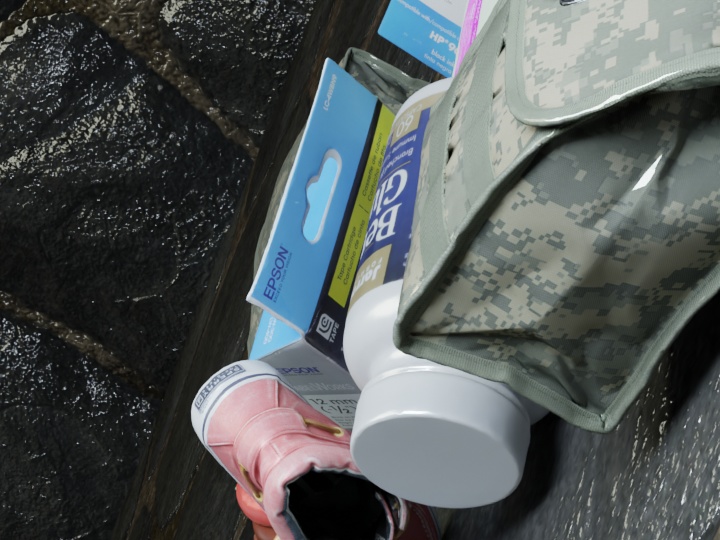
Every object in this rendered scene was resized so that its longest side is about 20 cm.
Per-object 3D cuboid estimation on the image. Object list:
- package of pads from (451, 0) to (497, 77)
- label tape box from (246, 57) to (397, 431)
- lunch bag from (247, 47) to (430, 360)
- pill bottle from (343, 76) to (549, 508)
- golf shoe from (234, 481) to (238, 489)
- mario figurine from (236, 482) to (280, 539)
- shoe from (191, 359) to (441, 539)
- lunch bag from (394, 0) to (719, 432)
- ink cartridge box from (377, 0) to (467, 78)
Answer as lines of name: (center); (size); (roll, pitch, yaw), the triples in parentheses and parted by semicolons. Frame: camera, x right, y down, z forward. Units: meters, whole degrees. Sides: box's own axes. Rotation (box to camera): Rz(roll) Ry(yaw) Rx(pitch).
package of pads: (0.112, -0.148, 1.185); (0.200, 0.068, 0.155); (125, 162, -55)
label tape box: (0.000, 0.000, 1.167); (0.066, 0.200, 0.143); (-4, 60, 39)
lunch bag: (-0.009, -0.026, 1.532); (0.164, 0.118, 0.200); (120, 171, -48)
pill bottle: (0.052, 0.011, 1.066); (0.111, 0.111, 0.200); (120, 166, -52)
golf shoe: (-0.029, 0.110, 1.437); (0.200, 0.088, 0.077); (135, 144, -65)
mario figurine: (-0.025, 0.199, 1.367); (0.123, 0.106, 0.200); (37, 125, 44)
shoe: (-0.005, 0.127, 1.111); (0.071, 0.200, 0.091); (-43, 43, 0)
lunch bag: (0.103, -0.066, 0.859); (0.200, 0.118, 0.164); (-57, 15, 39)
ink cartridge box: (0.096, -0.224, 1.326); (0.116, 0.068, 0.200); (-42, -18, -49)
